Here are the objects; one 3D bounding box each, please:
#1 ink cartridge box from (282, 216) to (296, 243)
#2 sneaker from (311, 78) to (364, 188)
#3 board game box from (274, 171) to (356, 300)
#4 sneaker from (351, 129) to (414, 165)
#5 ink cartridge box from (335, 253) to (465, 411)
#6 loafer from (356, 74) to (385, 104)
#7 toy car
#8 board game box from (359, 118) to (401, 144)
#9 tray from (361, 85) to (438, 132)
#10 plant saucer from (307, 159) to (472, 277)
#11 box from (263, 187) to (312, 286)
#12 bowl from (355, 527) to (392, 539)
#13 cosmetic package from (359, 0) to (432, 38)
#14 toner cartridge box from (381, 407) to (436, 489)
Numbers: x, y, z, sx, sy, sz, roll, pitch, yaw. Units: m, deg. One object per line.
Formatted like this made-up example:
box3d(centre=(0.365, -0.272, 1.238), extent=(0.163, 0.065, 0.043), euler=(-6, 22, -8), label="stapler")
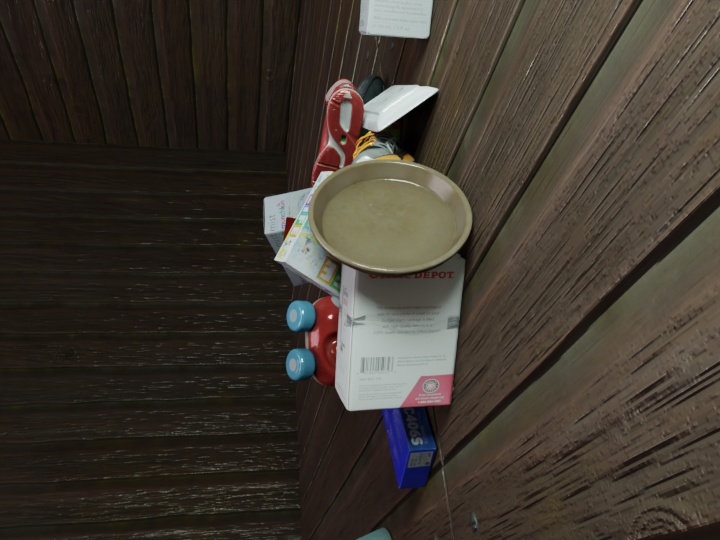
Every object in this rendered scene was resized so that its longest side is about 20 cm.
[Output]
box3d(centre=(-0.045, -0.029, 1.169), extent=(0.163, 0.198, 0.058), euler=(115, 158, -65), label="ink cartridge box")
box3d(centre=(-0.033, -0.218, 1.050), extent=(0.116, 0.078, 0.201), euler=(-92, 17, -55), label="sneaker")
box3d(centre=(-0.002, -0.023, 0.863), extent=(0.034, 0.199, 0.135), euler=(11, 71, 58), label="board game box")
box3d(centre=(0.021, -0.172, 0.952), extent=(0.078, 0.078, 0.200), euler=(56, -162, -2), label="sneaker")
box3d(centre=(0.048, 0.070, 0.822), extent=(0.083, 0.145, 0.202), euler=(-139, 51, -70), label="ink cartridge box")
box3d(centre=(0.013, -0.280, 1.197), extent=(0.070, 0.068, 0.202), euler=(1, 70, 49), label="loafer")
box3d(centre=(-0.014, 0.134, 1.210), extent=(0.199, 0.183, 0.179), euler=(-8, 79, 49), label="toy car")
box3d(centre=(0.013, -0.175, 1.132), extent=(0.048, 0.101, 0.202), euler=(-129, 41, -71), label="board game box")
box3d(centre=(0.046, -0.259, 0.982), extent=(0.022, 0.107, 0.200), euler=(56, 180, -19), label="tray")
box3d(centre=(0.036, -0.064, 0.770), extent=(0.030, 0.198, 0.201), euler=(92, 172, -48), label="plant saucer")
box3d(centre=(-0.085, -0.073, 1.287), extent=(0.201, 0.175, 0.097), euler=(70, -170, -56), label="box")
box3d(centre=(0.002, 0.578, 1.147), extent=(0.201, 0.104, 0.203), euler=(-179, 90, -80), label="bowl")
box3d(centre=(0.057, -0.451, 0.930), extent=(0.074, 0.101, 0.202), euler=(-116, 28, -65), label="cosmetic package")
box3d(centre=(0.067, 0.224, 0.985), extent=(0.201, 0.043, 0.096), euler=(-103, 18, -50), label="toner cartridge box")
